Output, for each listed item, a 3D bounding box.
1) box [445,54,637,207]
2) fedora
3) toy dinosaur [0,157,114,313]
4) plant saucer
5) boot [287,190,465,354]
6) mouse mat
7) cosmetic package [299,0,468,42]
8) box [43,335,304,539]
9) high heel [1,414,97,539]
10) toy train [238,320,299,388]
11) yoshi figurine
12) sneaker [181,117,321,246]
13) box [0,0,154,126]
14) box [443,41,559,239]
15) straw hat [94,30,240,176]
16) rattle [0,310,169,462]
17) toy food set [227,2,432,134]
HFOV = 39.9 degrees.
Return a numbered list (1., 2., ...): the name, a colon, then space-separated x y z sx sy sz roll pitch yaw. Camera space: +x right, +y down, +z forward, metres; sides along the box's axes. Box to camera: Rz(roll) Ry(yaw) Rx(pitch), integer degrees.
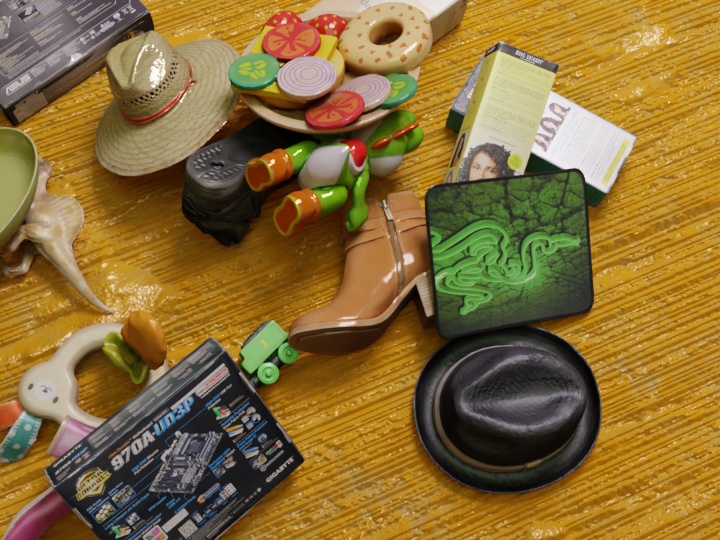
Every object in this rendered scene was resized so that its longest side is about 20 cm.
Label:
1. box: 0.204 -0.159 1.130 0.200 0.049 0.082 30 73 6
2. fedora: 0.157 0.133 1.013 0.200 0.092 0.201 1 72 -4
3. toy dinosaur: -0.339 -0.036 1.052 0.101 0.058 0.200 -22 75 -11
4. plant saucer: -0.411 -0.064 1.030 0.200 0.031 0.200 -14 51 18
5. boot: 0.000 0.000 1.057 0.200 0.074 0.155 -12 66 -19
6. mouse mat: 0.162 -0.020 1.047 0.200 0.008 0.161 -9 97 -22
7. cosmetic package: 0.019 -0.286 1.146 0.200 0.071 0.105 -40 79 -14
8. box: -0.173 0.187 0.952 0.200 0.046 0.159 -40 119 -14
9. high heel: -0.286 0.245 0.964 0.096 0.067 0.200 27 82 -11
10. toy train: -0.143 0.131 1.018 0.056 0.042 0.200 46 75 -2
11. yoshi figurine: -0.023 -0.108 1.043 0.200 0.113 0.112 -29 42 -32
12. sneaker: -0.119 -0.099 1.085 0.076 0.114 0.199 43 47 14
13. box: -0.364 -0.285 1.133 0.200 0.048 0.158 -39 78 -14
14. box: 0.145 -0.138 1.067 0.075 0.050 0.200 18 87 -11
15. straw hat: -0.226 -0.204 1.052 0.201 0.085 0.201 -15 49 18
16. rattle: -0.286 0.118 0.970 0.200 0.143 0.131 -12 92 -14
17. toy food set: -0.032 -0.213 1.025 0.200 0.049 0.198 12 53 13
